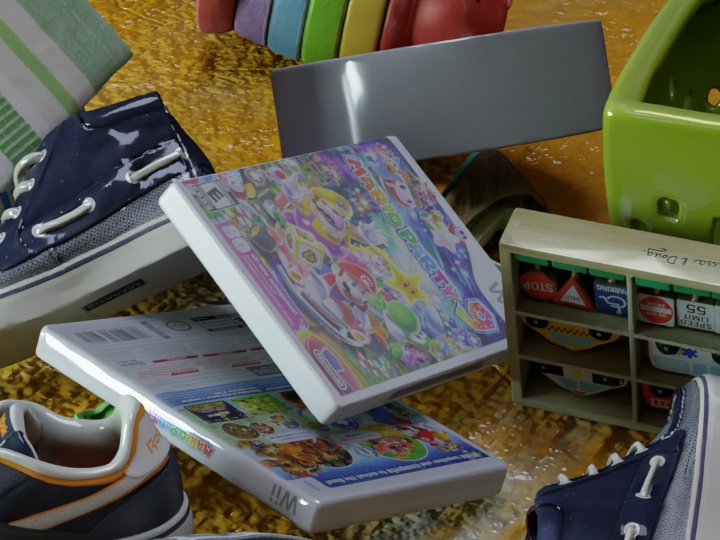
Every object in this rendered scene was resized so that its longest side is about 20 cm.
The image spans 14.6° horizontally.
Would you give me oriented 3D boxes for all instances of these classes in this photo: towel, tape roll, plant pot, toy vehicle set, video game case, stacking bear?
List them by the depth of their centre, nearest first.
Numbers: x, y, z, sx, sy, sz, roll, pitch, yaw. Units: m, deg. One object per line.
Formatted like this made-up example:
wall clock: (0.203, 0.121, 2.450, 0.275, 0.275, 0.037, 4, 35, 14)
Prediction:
video game case: (-0.045, 0.070, 1.398, 0.200, 0.018, 0.143, 29, 22, 36)
toy vehicle set: (0.171, 0.037, 1.413, 0.199, 0.125, 0.027, 11, 50, 18)
video game case: (0.000, 0.000, 1.444, 0.143, 0.018, 0.200, 53, 32, 15)
towel: (-0.235, -0.100, 1.468, 0.200, 0.153, 0.023, -49, 18, -20)
plant pot: (0.239, -0.031, 1.485, 0.199, 0.182, 0.199, 10, 30, 16)
tape roll: (0.049, -0.101, 1.652, 0.199, 0.067, 0.200, -8, 4, 1)
stacking bear: (0.001, -0.186, 1.855, 0.199, 0.114, 0.122, 15, 47, 3)

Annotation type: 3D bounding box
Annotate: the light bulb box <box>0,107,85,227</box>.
light bulb box: (-0.270, -0.099, 1.531, 0.198, 0.201, 0.125, -21, 7, -24)

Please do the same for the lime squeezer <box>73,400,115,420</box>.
lime squeezer: (-0.114, 0.088, 1.404, 0.070, 0.038, 0.200, 8, 26, 19)

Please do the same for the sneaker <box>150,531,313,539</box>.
sneaker: (-0.091, 0.154, 1.255, 0.199, 0.079, 0.077, -1, 6, -1)

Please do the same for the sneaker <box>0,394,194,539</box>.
sneaker: (-0.182, 0.107, 1.295, 0.199, 0.080, 0.078, -14, 25, -3)

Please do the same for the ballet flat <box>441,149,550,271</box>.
ballet flat: (0.054, -0.008, 1.578, 0.072, 0.068, 0.200, 30, 31, 13)

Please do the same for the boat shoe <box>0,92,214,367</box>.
boat shoe: (-0.166, -0.017, 1.468, 0.199, 0.075, 0.093, -24, 75, -2)

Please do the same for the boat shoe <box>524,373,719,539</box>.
boat shoe: (0.128, 0.106, 1.332, 0.092, 0.075, 0.200, 11, 29, 4)
